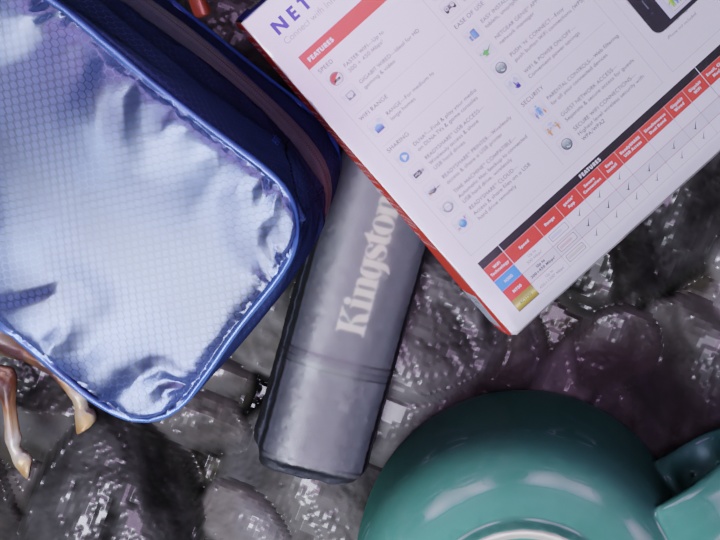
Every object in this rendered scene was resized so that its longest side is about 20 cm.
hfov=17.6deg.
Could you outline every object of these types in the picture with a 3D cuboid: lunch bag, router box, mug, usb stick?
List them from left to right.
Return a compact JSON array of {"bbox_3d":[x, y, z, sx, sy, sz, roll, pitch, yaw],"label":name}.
[{"bbox_3d":[-0.115,-0.048,0.998,0.200,0.132,0.136,39,107,-4],"label":"lunch bag"},{"bbox_3d":[0.000,0.000,1.051,0.055,0.033,0.201,16,101,1],"label":"usb stick"},{"bbox_3d":[0.080,0.127,1.029,0.152,0.114,0.186,30,101,-3],"label":"mug"},{"bbox_3d":[0.079,-0.105,0.997,0.200,0.049,0.180,-41,99,0],"label":"router box"}]

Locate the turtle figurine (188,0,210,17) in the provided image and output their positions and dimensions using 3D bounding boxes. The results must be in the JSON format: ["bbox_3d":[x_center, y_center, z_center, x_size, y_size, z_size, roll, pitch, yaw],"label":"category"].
[{"bbox_3d":[-0.021,-0.211,0.984,0.161,0.064,0.201,-3,85,35],"label":"turtle figurine"}]

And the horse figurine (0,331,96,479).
[{"bbox_3d":[-0.209,0.053,1.066,0.199,0.050,0.133,-31,103,9],"label":"horse figurine"}]
